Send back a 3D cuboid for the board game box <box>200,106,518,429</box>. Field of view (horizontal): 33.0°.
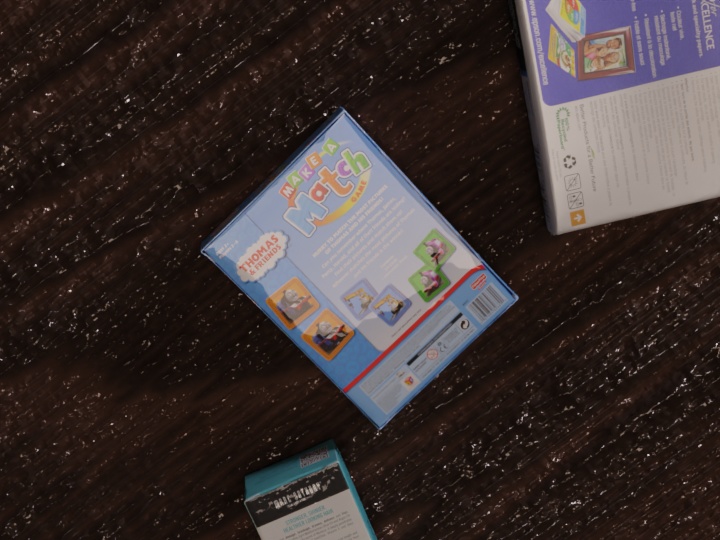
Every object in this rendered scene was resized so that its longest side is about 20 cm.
[{"bbox_3d":[0.000,0.000,0.933,0.151,0.037,0.200,-43,105,5],"label":"board game box"}]

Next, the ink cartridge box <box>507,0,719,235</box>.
[{"bbox_3d":[0.222,-0.145,0.918,0.198,0.047,0.200,-13,103,-4],"label":"ink cartridge box"}]

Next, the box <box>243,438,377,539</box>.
[{"bbox_3d":[-0.020,0.245,0.985,0.082,0.049,0.202,-22,105,0],"label":"box"}]
